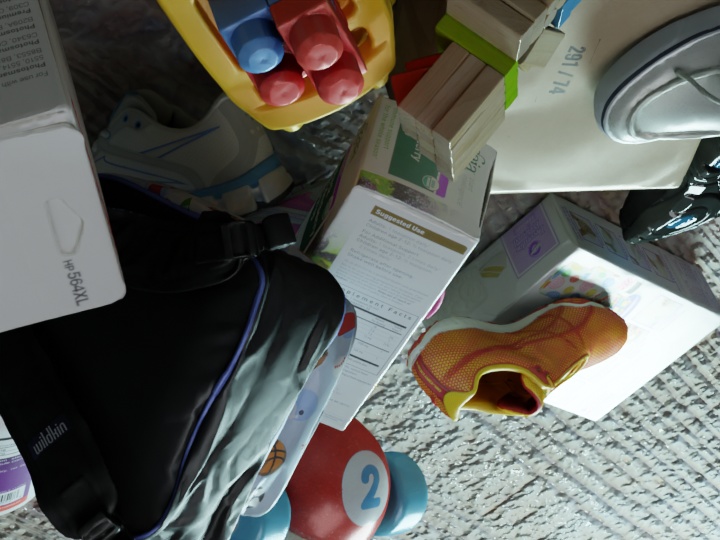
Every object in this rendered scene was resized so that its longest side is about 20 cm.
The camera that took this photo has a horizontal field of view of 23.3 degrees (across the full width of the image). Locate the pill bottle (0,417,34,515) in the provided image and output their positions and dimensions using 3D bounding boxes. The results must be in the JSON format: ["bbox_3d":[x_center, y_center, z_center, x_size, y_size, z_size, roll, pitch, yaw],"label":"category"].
[{"bbox_3d":[-0.237,0.072,1.102,0.112,0.113,0.200,-6,153,-20],"label":"pill bottle"}]

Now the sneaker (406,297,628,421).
[{"bbox_3d":[0.119,0.070,1.229,0.199,0.077,0.073,-11,144,-38],"label":"sneaker"}]

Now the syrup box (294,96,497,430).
[{"bbox_3d":[0.000,0.000,1.030,0.081,0.079,0.200,23,136,-9],"label":"syrup box"}]

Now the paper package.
[{"bbox_3d":[0.122,-0.148,1.018,0.189,0.104,0.201,-1,138,-15],"label":"paper package"}]

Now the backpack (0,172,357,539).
[{"bbox_3d":[-0.109,0.039,0.951,0.154,0.190,0.201,24,96,-55],"label":"backpack"}]

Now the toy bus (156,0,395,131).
[{"bbox_3d":[-0.039,-0.143,0.888,0.135,0.193,0.200,-27,145,6],"label":"toy bus"}]

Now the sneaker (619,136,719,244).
[{"bbox_3d":[0.219,-0.082,1.165,0.073,0.082,0.200,-17,162,-19],"label":"sneaker"}]

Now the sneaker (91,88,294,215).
[{"bbox_3d":[-0.142,-0.062,1.055,0.199,0.087,0.075,-15,-169,17],"label":"sneaker"}]

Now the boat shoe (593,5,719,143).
[{"bbox_3d":[0.231,-0.099,0.960,0.201,0.086,0.075,-18,141,9],"label":"boat shoe"}]

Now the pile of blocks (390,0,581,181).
[{"bbox_3d":[0.075,-0.146,0.890,0.201,0.062,0.082,-57,165,12],"label":"pile of blocks"}]

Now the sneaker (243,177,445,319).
[{"bbox_3d":[-0.039,-0.011,1.151,0.199,0.089,0.082,-1,136,11],"label":"sneaker"}]

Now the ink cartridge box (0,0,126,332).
[{"bbox_3d":[-0.186,-0.091,0.870,0.084,0.201,0.146,-15,143,-6],"label":"ink cartridge box"}]

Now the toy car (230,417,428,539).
[{"bbox_3d":[-0.026,0.078,1.208,0.184,0.177,0.201,0,126,-50],"label":"toy car"}]

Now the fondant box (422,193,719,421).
[{"bbox_3d":[0.163,0.033,1.326,0.144,0.058,0.199,-42,140,25],"label":"fondant box"}]
